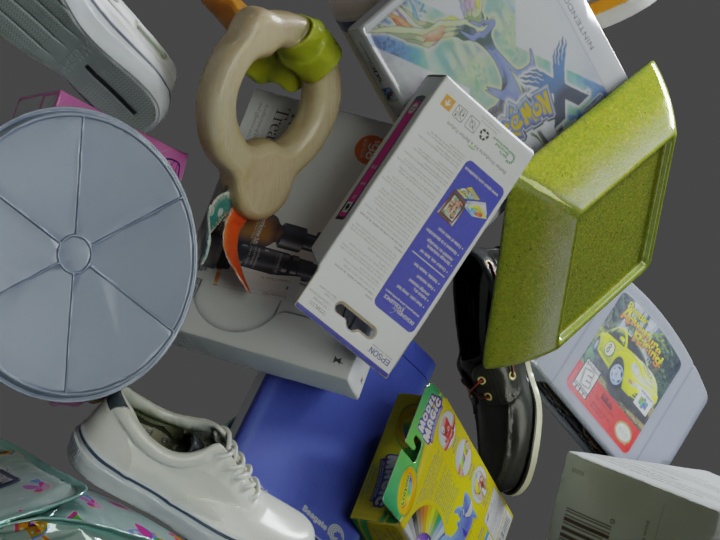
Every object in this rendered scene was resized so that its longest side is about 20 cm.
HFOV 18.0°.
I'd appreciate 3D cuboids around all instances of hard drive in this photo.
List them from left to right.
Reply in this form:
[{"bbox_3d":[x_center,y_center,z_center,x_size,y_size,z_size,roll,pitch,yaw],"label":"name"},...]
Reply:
[{"bbox_3d":[-0.024,0.109,1.736,0.132,0.025,0.201,44,50,-23],"label":"hard drive"}]

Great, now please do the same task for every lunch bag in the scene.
[{"bbox_3d":[-0.220,0.191,1.527,0.199,0.170,0.123,27,85,-34],"label":"lunch bag"}]

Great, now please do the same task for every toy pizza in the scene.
[{"bbox_3d":[-0.201,-0.011,1.553,0.199,0.032,0.202,0,89,-34],"label":"toy pizza"}]

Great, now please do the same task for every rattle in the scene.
[{"bbox_3d":[-0.105,-0.101,1.664,0.130,0.142,0.201,-5,113,-61],"label":"rattle"}]

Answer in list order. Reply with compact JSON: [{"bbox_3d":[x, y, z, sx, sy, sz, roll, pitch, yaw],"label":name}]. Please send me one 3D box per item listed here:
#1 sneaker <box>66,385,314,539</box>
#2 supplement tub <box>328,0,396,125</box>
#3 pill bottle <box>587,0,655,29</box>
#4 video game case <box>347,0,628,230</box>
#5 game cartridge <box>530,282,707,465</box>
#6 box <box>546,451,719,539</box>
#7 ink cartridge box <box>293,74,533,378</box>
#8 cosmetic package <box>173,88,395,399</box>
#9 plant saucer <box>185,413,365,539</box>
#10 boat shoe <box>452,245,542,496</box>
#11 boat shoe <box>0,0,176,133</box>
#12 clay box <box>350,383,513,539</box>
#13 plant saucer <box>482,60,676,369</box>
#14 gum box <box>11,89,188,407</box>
[{"bbox_3d":[-0.107,0.148,1.606,0.199,0.073,0.071,28,116,-24],"label":"sneaker"},{"bbox_3d":[0.079,-0.167,1.782,0.144,0.144,0.201,-43,113,-30],"label":"supplement tub"},{"bbox_3d":[0.171,-0.304,1.874,0.116,0.116,0.201,-36,108,-32],"label":"pill bottle"},{"bbox_3d":[0.101,-0.157,1.695,0.200,0.022,0.183,-43,113,-29],"label":"video game case"},{"bbox_3d":[0.216,0.086,1.947,0.200,0.041,0.133,48,59,-26],"label":"game cartridge"},{"bbox_3d":[0.265,0.273,1.858,0.171,0.200,0.200,12,94,-36],"label":"box"},{"bbox_3d":[0.034,-0.032,1.621,0.095,0.037,0.201,39,76,-25],"label":"ink cartridge box"},{"bbox_3d":[-0.041,-0.022,1.686,0.052,0.150,0.201,68,39,-68],"label":"cosmetic package"},{"bbox_3d":[-0.061,0.202,1.716,0.199,0.036,0.201,14,68,-38],"label":"plant saucer"},{"bbox_3d":[0.106,0.081,1.842,0.063,0.074,0.203,2,84,-32],"label":"boat shoe"},{"bbox_3d":[-0.210,-0.184,1.623,0.200,0.073,0.067,50,34,-23],"label":"boat shoe"},{"bbox_3d":[0.053,0.183,1.759,0.200,0.047,0.115,60,44,-45],"label":"clay box"},{"bbox_3d":[0.180,-0.033,1.769,0.200,0.048,0.201,-38,146,-38],"label":"plant saucer"},{"bbox_3d":[-0.212,-0.011,1.606,0.113,0.066,0.201,26,74,-32],"label":"gum box"}]
